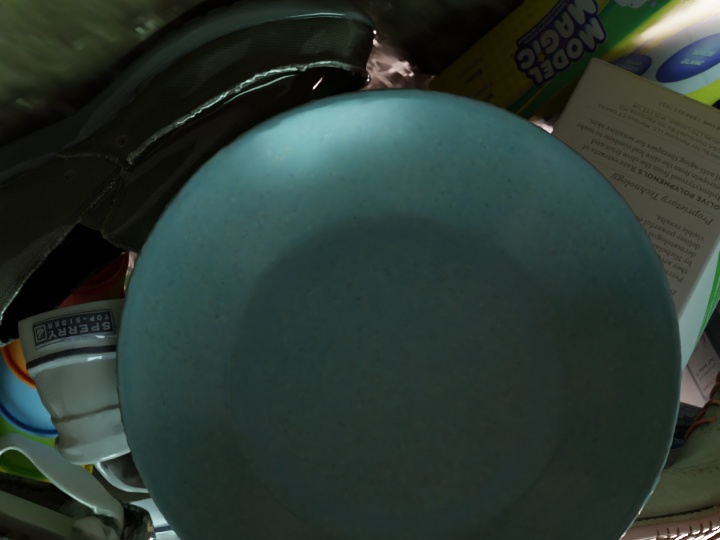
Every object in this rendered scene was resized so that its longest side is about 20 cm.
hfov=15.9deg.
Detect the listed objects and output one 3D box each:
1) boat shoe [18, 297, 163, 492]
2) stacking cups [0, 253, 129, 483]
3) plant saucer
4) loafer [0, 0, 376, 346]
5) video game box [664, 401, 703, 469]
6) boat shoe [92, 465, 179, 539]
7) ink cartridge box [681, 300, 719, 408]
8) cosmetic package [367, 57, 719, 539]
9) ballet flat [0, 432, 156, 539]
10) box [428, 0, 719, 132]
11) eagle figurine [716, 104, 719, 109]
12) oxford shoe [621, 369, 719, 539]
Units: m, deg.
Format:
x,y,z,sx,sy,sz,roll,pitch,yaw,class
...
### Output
x,y,z,sx,sy,sz,roll,pitch,yaw,class
-0.081,0.053,1.003,0.072,0.066,0.200,-11,172,3,boat shoe
-0.129,0.042,1.115,0.060,0.061,0.200,-15,158,-23,stacking cups
0.013,0.035,0.921,0.200,0.202,0.039,-22,164,-8,plant saucer
-0.075,-0.034,0.972,0.199,0.070,0.075,-30,159,15,loafer
0.054,0.082,1.177,0.182,0.047,0.200,-10,-163,-38,video game box
-0.055,0.124,1.247,0.199,0.071,0.070,-6,114,-17,boat shoe
0.202,0.024,1.243,0.117,0.201,0.067,-7,154,-40,ink cartridge box
0.080,0.032,1.011,0.201,0.085,0.108,-62,168,-23,cosmetic package
-0.178,0.092,1.112,0.199,0.072,0.072,22,143,-14,ballet flat
0.136,-0.111,1.058,0.117,0.049,0.200,-1,148,-48,box
0.231,-0.057,1.130,0.151,0.152,0.200,-28,166,-44,eagle figurine
0.160,0.074,1.103,0.199,0.074,0.071,-16,170,-37,oxford shoe
